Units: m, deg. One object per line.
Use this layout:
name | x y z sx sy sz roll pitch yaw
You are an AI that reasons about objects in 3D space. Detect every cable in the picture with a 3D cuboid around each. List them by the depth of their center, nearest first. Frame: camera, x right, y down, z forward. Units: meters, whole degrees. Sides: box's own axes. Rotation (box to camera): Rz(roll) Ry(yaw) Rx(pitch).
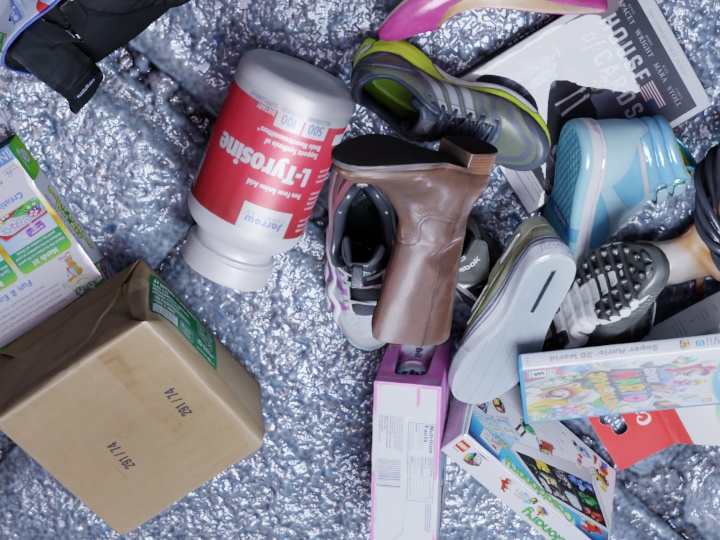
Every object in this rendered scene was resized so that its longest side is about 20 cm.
cable | 0.379 -0.038 1.380 0.051 0.164 0.200 -12 127 45

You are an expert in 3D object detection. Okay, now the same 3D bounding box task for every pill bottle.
pill bottle | -0.090 -0.089 1.363 0.112 0.112 0.201 20 109 -9

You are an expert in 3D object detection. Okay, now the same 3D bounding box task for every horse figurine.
horse figurine | 0.296 0.007 1.444 0.198 0.050 0.133 -16 118 2

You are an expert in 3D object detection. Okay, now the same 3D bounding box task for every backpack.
backpack | -0.242 -0.245 1.258 0.200 0.191 0.154 -40 91 13

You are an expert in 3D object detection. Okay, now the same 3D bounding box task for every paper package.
paper package | -0.217 0.124 1.424 0.190 0.104 0.200 -33 124 10

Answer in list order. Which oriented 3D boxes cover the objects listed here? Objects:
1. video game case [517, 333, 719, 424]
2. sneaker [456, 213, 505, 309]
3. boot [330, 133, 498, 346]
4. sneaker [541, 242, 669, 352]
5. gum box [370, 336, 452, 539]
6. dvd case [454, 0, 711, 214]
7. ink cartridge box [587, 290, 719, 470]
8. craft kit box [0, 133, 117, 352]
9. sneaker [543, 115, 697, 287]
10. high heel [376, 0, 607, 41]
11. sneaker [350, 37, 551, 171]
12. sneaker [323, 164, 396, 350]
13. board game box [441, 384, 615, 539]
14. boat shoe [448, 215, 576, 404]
video game case | 0.247 0.101 1.386 0.198 0.018 0.143 -7 153 6
sneaker | 0.100 -0.009 1.410 0.066 0.091 0.200 -34 108 12
boot | 0.029 -0.014 1.291 0.185 0.064 0.201 -3 119 -39
sneaker | 0.234 0.026 1.352 0.090 0.067 0.200 -3 157 -23
gum box | 0.050 0.167 1.460 0.066 0.114 0.202 4 112 8
dvd case | 0.203 -0.164 1.387 0.199 0.025 0.151 -31 109 11
ink cartridge box | 0.320 0.118 1.467 0.199 0.050 0.161 -30 126 7
craft kit box | -0.353 0.004 1.432 0.199 0.049 0.198 -30 107 10
sneaker | 0.243 -0.061 1.388 0.130 0.080 0.201 -10 140 -12
high heel | 0.118 -0.230 1.332 0.199 0.067 0.096 -28 90 -3
sneaker | 0.075 -0.136 1.344 0.199 0.081 0.074 24 126 2
sneaker | 0.000 0.000 1.384 0.077 0.140 0.202 -6 111 1
board game box | 0.168 0.186 1.467 0.200 0.127 0.035 41 124 -15
boat shoe | 0.138 0.039 1.376 0.072 0.062 0.201 14 127 -21
